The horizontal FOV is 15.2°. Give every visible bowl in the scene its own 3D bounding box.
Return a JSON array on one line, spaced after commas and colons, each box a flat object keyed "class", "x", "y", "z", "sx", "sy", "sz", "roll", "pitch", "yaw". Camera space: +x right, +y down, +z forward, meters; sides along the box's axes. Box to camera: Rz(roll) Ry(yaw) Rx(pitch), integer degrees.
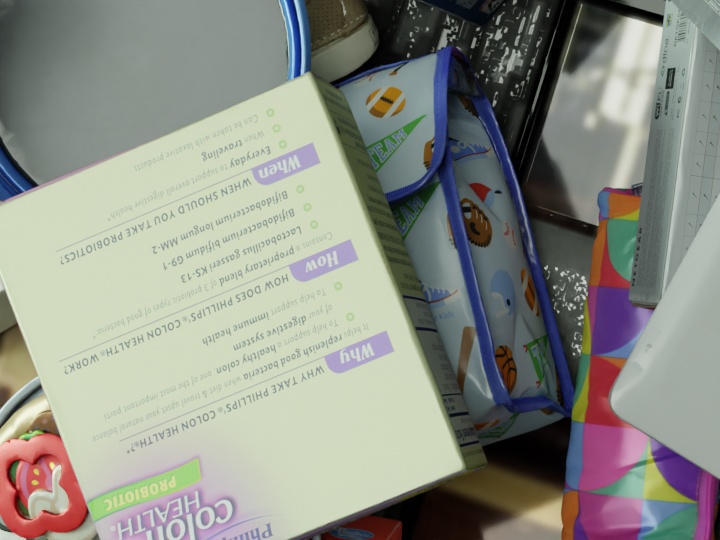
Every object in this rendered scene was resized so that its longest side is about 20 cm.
[{"class": "bowl", "x": -0.120, "y": -0.108, "z": 1.369, "sx": 0.199, "sy": 0.039, "sz": 0.202, "roll": 0, "pitch": 90, "yaw": 12}]

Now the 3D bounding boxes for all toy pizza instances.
[{"class": "toy pizza", "x": -0.116, "y": 0.141, "z": 1.375, "sx": 0.199, "sy": 0.032, "sz": 0.202, "roll": 4, "pitch": 103, "yaw": 18}]

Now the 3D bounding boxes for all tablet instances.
[{"class": "tablet", "x": 0.216, "y": 0.011, "z": 1.281, "sx": 0.130, "sy": 0.014, "sz": 0.201, "roll": 31, "pitch": 85, "yaw": -12}]

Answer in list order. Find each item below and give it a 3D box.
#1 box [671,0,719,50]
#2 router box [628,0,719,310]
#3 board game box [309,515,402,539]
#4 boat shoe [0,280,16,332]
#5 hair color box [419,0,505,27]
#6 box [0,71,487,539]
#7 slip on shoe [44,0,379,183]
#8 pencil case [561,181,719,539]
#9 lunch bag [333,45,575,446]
[{"class": "box", "x": 0.260, "y": -0.103, "z": 1.217, "sx": 0.200, "sy": 0.158, "sz": 0.048, "roll": 47, "pitch": 145, "yaw": 18}, {"class": "router box", "x": 0.233, "y": -0.070, "z": 1.315, "sx": 0.178, "sy": 0.049, "sz": 0.201, "roll": 8, "pitch": 89, "yaw": -13}, {"class": "board game box", "x": -0.079, "y": 0.190, "z": 1.424, "sx": 0.199, "sy": 0.040, "sz": 0.154, "roll": 9, "pitch": 113, "yaw": 17}, {"class": "boat shoe", "x": -0.274, "y": 0.018, "z": 1.524, "sx": 0.199, "sy": 0.075, "sz": 0.093, "roll": -30, "pitch": 71, "yaw": 7}, {"class": "hair color box", "x": 0.018, "y": -0.188, "z": 1.360, "sx": 0.100, "sy": 0.200, "sz": 0.061, "roll": 45, "pitch": 101, "yaw": 15}, {"class": "box", "x": -0.058, "y": 0.033, "z": 1.285, "sx": 0.175, "sy": 0.097, "sz": 0.201, "roll": -23, "pitch": 84, "yaw": 8}, {"class": "slip on shoe", "x": -0.088, "y": -0.100, "z": 1.419, "sx": 0.199, "sy": 0.076, "sz": 0.061, "roll": -27, "pitch": 115, "yaw": 5}, {"class": "pencil case", "x": 0.151, "y": 0.051, "z": 1.363, "sx": 0.088, "sy": 0.088, "sz": 0.201, "roll": 7, "pitch": 92, "yaw": 19}, {"class": "lunch bag", "x": 0.000, "y": 0.000, "z": 1.397, "sx": 0.169, "sy": 0.124, "sz": 0.201, "roll": -17, "pitch": 76, "yaw": 22}]
